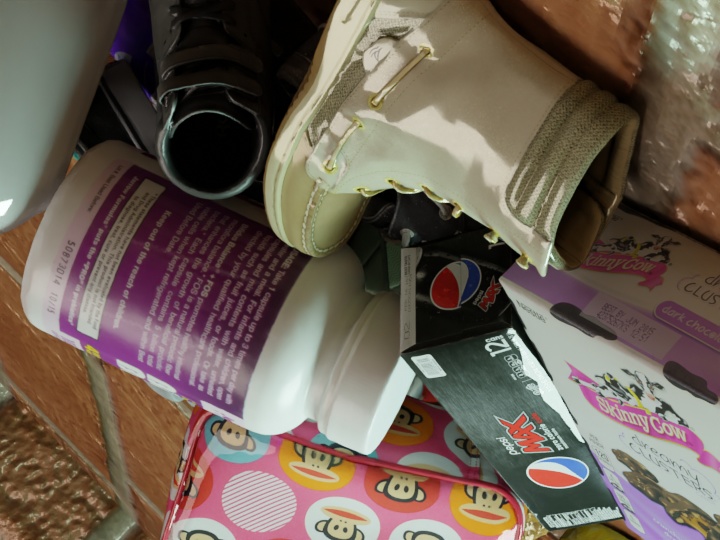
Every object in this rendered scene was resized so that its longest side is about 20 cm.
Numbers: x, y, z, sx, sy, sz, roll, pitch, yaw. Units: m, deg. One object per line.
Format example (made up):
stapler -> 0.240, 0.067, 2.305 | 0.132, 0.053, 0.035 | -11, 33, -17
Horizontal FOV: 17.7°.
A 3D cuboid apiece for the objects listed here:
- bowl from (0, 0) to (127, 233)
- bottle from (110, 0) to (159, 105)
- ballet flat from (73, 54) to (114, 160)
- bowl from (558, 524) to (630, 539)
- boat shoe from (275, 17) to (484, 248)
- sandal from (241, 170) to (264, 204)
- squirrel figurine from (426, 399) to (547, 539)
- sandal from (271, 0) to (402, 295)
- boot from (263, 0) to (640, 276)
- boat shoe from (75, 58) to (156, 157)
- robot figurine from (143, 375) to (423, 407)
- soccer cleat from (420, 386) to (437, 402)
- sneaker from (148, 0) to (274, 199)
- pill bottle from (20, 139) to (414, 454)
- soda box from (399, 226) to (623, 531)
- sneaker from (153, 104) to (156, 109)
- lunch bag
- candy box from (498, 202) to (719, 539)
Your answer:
bowl -> -0.185, -0.107, 1.252 | 0.074, 0.201, 0.200 | 20, 178, -15
bottle -> -0.103, -0.126, 1.371 | 0.200, 0.065, 0.084 | 44, 165, 14
ballet flat -> -0.190, -0.128, 1.616 | 0.200, 0.068, 0.068 | 143, 116, -74
bowl -> 0.175, 0.274, 1.534 | 0.200, 0.108, 0.200 | 44, 165, 15
boat shoe -> 0.030, -0.042, 1.214 | 0.200, 0.068, 0.072 | 53, 164, -18
sandal -> 0.001, 0.000, 1.320 | 0.200, 0.048, 0.075 | 28, 155, -5
squirrel figurine -> 0.025, 0.157, 1.460 | 0.200, 0.186, 0.142 | -13, 92, 61
sandal -> -0.027, -0.077, 1.266 | 0.200, 0.082, 0.055 | 49, 175, -8
boot -> 0.041, -0.045, 1.094 | 0.155, 0.072, 0.200 | 40, 137, 15
boat shoe -> -0.116, -0.024, 1.325 | 0.200, 0.068, 0.074 | 59, 174, 5
robot figurine -> -0.058, 0.037, 1.408 | 0.199, 0.171, 0.113 | 16, -165, 10
soccer cleat -> -0.013, 0.015, 1.498 | 0.199, 0.085, 0.069 | 28, 119, 3
sneaker -> -0.075, -0.127, 1.156 | 0.099, 0.070, 0.201 | -96, -1, -67
pill bottle -> -0.068, 0.019, 1.218 | 0.199, 0.113, 0.112 | 25, 160, 10
soda box -> 0.089, 0.059, 1.214 | 0.063, 0.071, 0.200 | -14, 142, 21
sneaker -> -0.129, -0.055, 1.614 | 0.109, 0.070, 0.200 | 49, 162, -1
lunch bag -> -0.013, 0.150, 1.313 | 0.199, 0.082, 0.177 | 18, 121, -2
candy box -> 0.173, 0.076, 1.111 | 0.168, 0.072, 0.200 | 31, 158, 47
